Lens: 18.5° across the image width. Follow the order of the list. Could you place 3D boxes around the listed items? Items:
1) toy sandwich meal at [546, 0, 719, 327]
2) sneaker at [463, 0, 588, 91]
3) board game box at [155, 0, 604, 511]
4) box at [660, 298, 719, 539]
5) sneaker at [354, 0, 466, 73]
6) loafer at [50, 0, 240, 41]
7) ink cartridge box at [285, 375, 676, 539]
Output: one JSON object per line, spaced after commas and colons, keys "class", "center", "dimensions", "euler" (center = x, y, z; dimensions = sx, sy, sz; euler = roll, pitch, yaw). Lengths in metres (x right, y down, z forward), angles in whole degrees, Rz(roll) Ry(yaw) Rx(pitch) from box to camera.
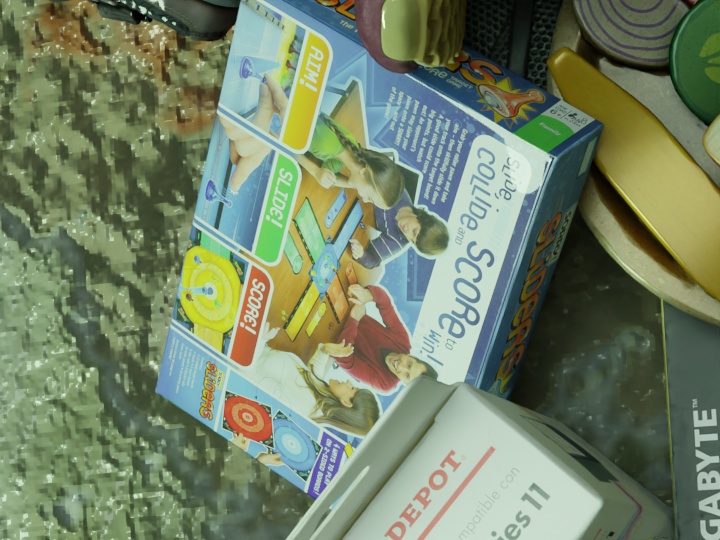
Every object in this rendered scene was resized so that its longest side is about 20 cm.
{"class": "toy sandwich meal", "center": [0.158, -0.064, 0.761], "dimensions": [0.205, 0.070, 0.205], "euler": [-2, 83, 13]}
{"class": "sneaker", "center": [0.045, -0.124, 0.869], "dimensions": [0.114, 0.076, 0.200], "euler": [-17, 64, -2]}
{"class": "board game box", "center": [0.000, 0.000, 0.820], "dimensions": [0.135, 0.034, 0.200], "euler": [33, 130, 20]}
{"class": "box", "center": [0.191, 0.027, 0.806], "dimensions": [0.160, 0.049, 0.200], "euler": [-4, 79, 16]}
{"class": "sneaker", "center": [-0.004, -0.138, 0.771], "dimensions": [0.090, 0.075, 0.200], "euler": [5, 39, 2]}
{"class": "loafer", "center": [-0.126, -0.144, 0.938], "dimensions": [0.200, 0.072, 0.063], "euler": [38, 114, 26]}
{"class": "ink cartridge box", "center": [0.037, 0.107, 0.762], "dimensions": [0.067, 0.200, 0.117], "euler": [39, 95, 20]}
